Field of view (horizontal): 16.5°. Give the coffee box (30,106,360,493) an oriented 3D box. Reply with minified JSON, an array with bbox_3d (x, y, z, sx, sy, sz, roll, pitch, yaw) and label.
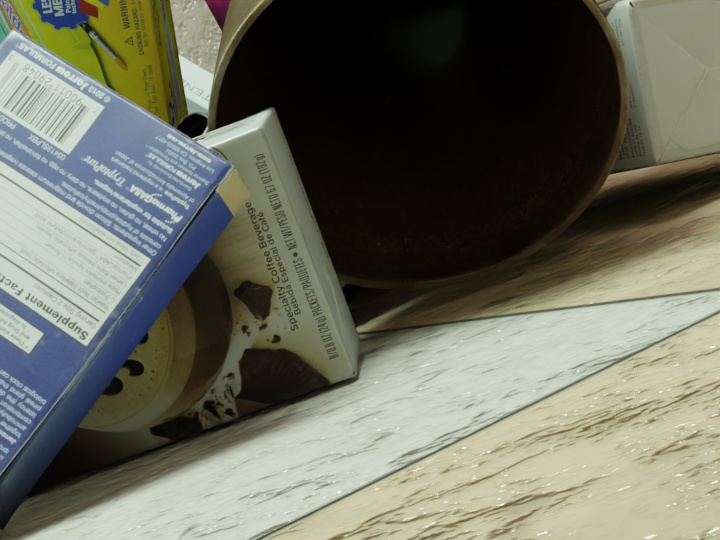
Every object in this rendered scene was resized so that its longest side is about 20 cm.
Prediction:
[{"bbox_3d":[-0.112,0.021,1.055,0.199,0.114,0.080,-21,8,6],"label":"coffee box"}]

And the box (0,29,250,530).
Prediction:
[{"bbox_3d":[-0.150,0.014,0.981,0.200,0.121,0.032,-53,-23,-12],"label":"box"}]

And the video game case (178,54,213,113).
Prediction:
[{"bbox_3d":[-0.151,-0.057,1.409,0.200,0.181,0.023,-52,-13,-36],"label":"video game case"}]

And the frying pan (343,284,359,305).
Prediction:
[{"bbox_3d":[-0.011,0.003,1.304,0.115,0.031,0.190,-16,4,42],"label":"frying pan"}]

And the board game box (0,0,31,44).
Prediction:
[{"bbox_3d":[-0.246,-0.068,1.166,0.199,0.153,0.045,-21,25,6],"label":"board game box"}]

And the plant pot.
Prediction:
[{"bbox_3d":[0.017,-0.125,1.164,0.186,0.188,0.201,-19,37,8],"label":"plant pot"}]

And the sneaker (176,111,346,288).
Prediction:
[{"bbox_3d":[-0.032,-0.061,1.224,0.075,0.106,0.200,-24,26,41],"label":"sneaker"}]

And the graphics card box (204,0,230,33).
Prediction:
[{"bbox_3d":[-0.020,-0.157,1.358,0.125,0.051,0.200,2,-28,16],"label":"graphics card box"}]

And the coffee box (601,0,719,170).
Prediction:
[{"bbox_3d":[0.131,-0.091,1.252,0.112,0.080,0.200,-12,2,-28],"label":"coffee box"}]

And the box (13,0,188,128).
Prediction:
[{"bbox_3d":[-0.188,-0.083,1.259,0.191,0.201,0.122,-8,19,2],"label":"box"}]
